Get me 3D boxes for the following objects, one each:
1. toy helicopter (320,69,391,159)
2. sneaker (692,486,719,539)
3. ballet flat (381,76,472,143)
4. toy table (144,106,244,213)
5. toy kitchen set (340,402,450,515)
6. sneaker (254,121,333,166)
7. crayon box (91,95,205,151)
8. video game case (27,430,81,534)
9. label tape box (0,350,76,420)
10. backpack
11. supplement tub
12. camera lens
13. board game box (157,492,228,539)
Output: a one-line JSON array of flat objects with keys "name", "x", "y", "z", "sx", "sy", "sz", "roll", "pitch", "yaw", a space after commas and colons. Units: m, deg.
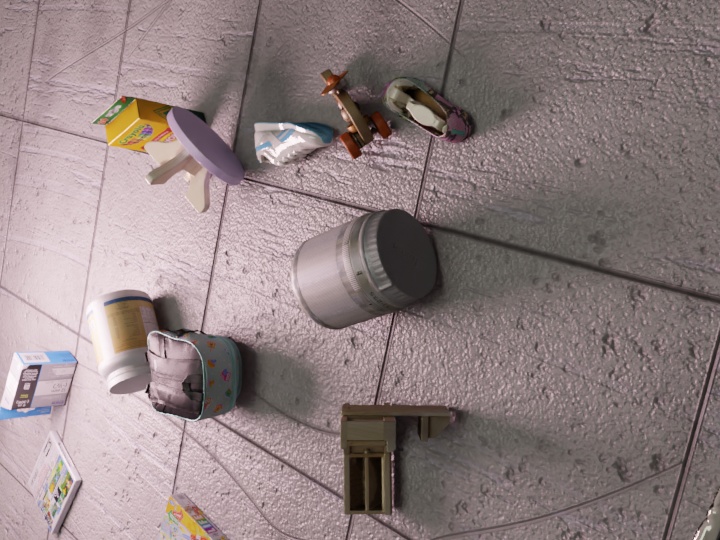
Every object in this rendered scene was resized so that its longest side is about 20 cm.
[{"name": "toy helicopter", "x": -0.032, "y": -0.291, "z": 1.294, "sx": 0.079, "sy": 0.132, "sz": 0.200, "roll": -33, "pitch": 44, "yaw": 5}, {"name": "sneaker", "x": 0.449, "y": 0.280, "z": 0.872, "sx": 0.085, "sy": 0.077, "sz": 0.200, "roll": 30, "pitch": 118, "yaw": 33}, {"name": "ballet flat", "x": 0.090, "y": -0.261, "z": 1.209, "sx": 0.200, "sy": 0.071, "sz": 0.069, "roll": 40, "pitch": 115, "yaw": 36}, {"name": "toy table", "x": -0.339, "y": -0.218, "z": 1.532, "sx": 0.117, "sy": 0.184, "sz": 0.200, "roll": -44, "pitch": 71, "yaw": 21}, {"name": "toy kitchen set", "x": 0.053, "y": 0.298, "z": 1.169, "sx": 0.163, "sy": 0.200, "sz": 0.181, "roll": -1, "pitch": 87, "yaw": 0}, {"name": "sneaker", "x": -0.120, "y": -0.232, "z": 1.402, "sx": 0.200, "sy": 0.076, "sz": 0.081, "roll": 11, "pitch": 104, "yaw": 48}, {"name": "crayon box", "x": -0.441, "y": -0.300, "z": 1.600, "sx": 0.127, "sy": 0.200, "sz": 0.051, "roll": -25, "pitch": 72, "yaw": 39}, {"name": "video game case", "x": -0.809, "y": 0.557, "z": 2.014, "sx": 0.182, "sy": 0.022, "sz": 0.200, "roll": 45, "pitch": 116, "yaw": 34}, {"name": "label tape box", "x": -0.830, "y": 0.307, "z": 1.961, "sx": 0.066, "sy": 0.143, "sz": 0.200, "roll": 32, "pitch": 109, "yaw": 38}, {"name": "backpack", "x": -0.318, "y": 0.204, "z": 1.499, "sx": 0.200, "sy": 0.153, "sz": 0.176, "roll": 4, "pitch": 93, "yaw": 52}, {"name": "supplement tub", "x": -0.513, "y": 0.157, "z": 1.682, "sx": 0.145, "sy": 0.145, "sz": 0.200, "roll": -34, "pitch": 66, "yaw": 36}, {"name": "camera lens", "x": 0.000, "y": 0.000, "z": 1.219, "sx": 0.200, "sy": 0.160, "sz": 0.160, "roll": -21, "pitch": 75, "yaw": 39}, {"name": "board game box", "x": -0.346, "y": 0.576, "z": 1.589, "sx": 0.200, "sy": 0.034, "sz": 0.135, "roll": 27, "pitch": 107, "yaw": 39}]
